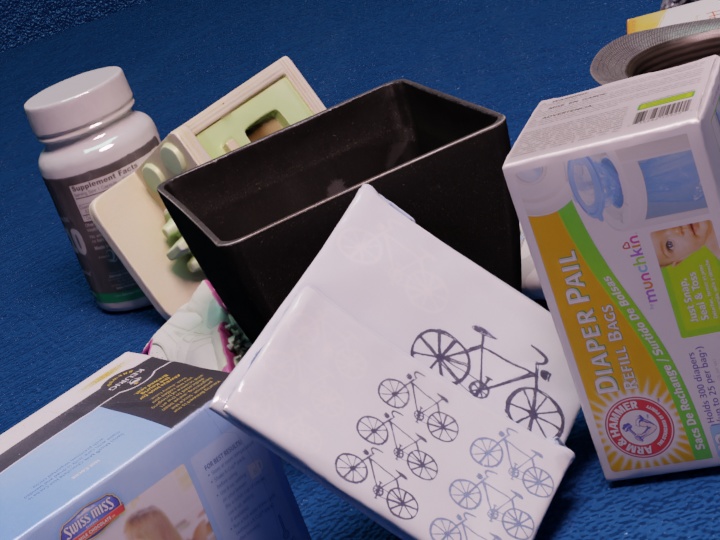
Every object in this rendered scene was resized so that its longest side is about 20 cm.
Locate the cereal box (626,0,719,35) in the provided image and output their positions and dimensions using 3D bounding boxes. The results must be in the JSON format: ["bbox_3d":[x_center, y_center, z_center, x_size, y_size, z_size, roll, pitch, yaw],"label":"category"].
[{"bbox_3d":[0.335,-0.193,1.405,0.198,0.040,0.145,-14,39,19],"label":"cereal box"}]

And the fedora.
[{"bbox_3d":[0.291,-0.139,1.286,0.198,0.091,0.177,-7,25,17],"label":"fedora"}]

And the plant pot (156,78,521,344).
[{"bbox_3d":[0.000,0.000,1.084,0.198,0.179,0.200,-24,21,-12],"label":"plant pot"}]

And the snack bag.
[{"bbox_3d":[0.040,0.059,0.893,0.200,0.188,0.021,-56,-2,-41],"label":"snack bag"}]

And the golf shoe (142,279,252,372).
[{"bbox_3d":[-0.114,0.076,1.175,0.091,0.076,0.200,-36,18,1],"label":"golf shoe"}]

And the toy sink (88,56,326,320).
[{"bbox_3d":[-0.111,-0.070,1.374,0.200,0.131,0.112,-37,2,-32],"label":"toy sink"}]

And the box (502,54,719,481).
[{"bbox_3d":[0.167,0.002,0.885,0.112,0.201,0.101,-12,21,25],"label":"box"}]

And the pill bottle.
[{"bbox_3d":[-0.223,-0.075,1.451,0.112,0.202,0.113,-18,20,7],"label":"pill bottle"}]

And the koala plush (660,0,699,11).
[{"bbox_3d":[0.356,-0.326,1.540,0.183,0.201,0.177,0,28,44],"label":"koala plush"}]

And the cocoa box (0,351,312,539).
[{"bbox_3d":[-0.147,0.155,0.891,0.199,0.134,0.131,-35,25,-34],"label":"cocoa box"}]

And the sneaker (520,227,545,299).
[{"bbox_3d":[0.156,-0.040,1.196,0.086,0.075,0.200,-12,21,37],"label":"sneaker"}]
